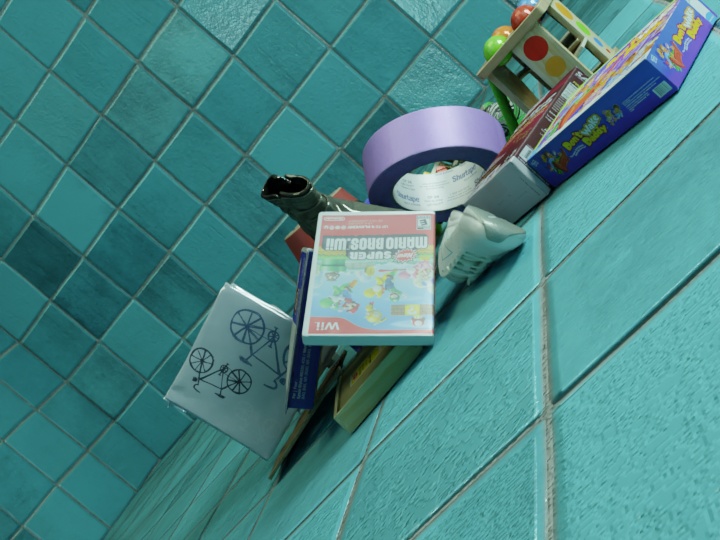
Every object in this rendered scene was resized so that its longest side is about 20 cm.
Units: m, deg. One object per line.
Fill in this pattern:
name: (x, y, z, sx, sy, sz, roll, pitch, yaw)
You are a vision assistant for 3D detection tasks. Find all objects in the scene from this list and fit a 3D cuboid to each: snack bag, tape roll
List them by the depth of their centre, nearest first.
tape roll: (0.104, -0.140, 1.308, 0.200, 0.199, 0.066, -44, 48, 50)
snack bag: (-0.157, 0.147, 1.367, 0.201, 0.188, 0.021, -61, -6, 1)

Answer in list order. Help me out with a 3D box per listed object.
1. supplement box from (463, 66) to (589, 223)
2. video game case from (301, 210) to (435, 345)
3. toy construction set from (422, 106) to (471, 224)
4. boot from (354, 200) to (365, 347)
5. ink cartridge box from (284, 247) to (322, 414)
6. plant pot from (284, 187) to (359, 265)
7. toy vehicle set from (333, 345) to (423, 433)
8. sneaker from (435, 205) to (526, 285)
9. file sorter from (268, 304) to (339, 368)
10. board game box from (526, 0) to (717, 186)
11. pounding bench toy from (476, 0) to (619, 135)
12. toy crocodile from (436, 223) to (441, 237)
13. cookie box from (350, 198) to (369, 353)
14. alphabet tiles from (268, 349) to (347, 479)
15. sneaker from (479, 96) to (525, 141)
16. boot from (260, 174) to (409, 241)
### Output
supplement box: (0.212, -0.145, 1.148, 0.200, 0.061, 0.109, -52, 5, -36)
video game case: (0.014, 0.004, 1.087, 0.018, 0.142, 0.201, 85, -173, -45)
toy construction set: (0.120, -0.152, 1.491, 0.200, 0.092, 0.131, -52, -18, -29)
boot: (-0.001, 0.000, 1.287, 0.154, 0.073, 0.204, -53, 33, 5)
ink cartridge box: (-0.066, 0.072, 1.223, 0.200, 0.047, 0.199, -157, 75, -83)
plant pot: (-0.029, -0.039, 1.736, 0.200, 0.177, 0.200, -43, 6, 6)
toy vehicle set: (0.020, 0.111, 1.135, 0.124, 0.026, 0.200, -50, 4, 6)
sneaker: (0.125, -0.022, 1.036, 0.200, 0.070, 0.081, 160, 135, -86)
file sorter: (-0.125, 0.142, 1.474, 0.125, 0.138, 0.200, -53, -2, -2)
board game box: (0.272, -0.188, 1.012, 0.135, 0.045, 0.200, -53, 6, -35)
pounding bench toy: (0.230, -0.263, 1.319, 0.200, 0.156, 0.124, -47, 5, 32)
toy crocodile: (0.077, -0.025, 1.530, 0.068, 0.062, 0.200, -45, 11, 39)
cookie box: (0.007, 0.005, 1.422, 0.171, 0.075, 0.200, -48, 26, 6)
alphabet tiles: (-0.068, 0.189, 1.310, 0.168, 0.008, 0.200, -58, 0, 4)
sneaker: (0.200, -0.204, 1.454, 0.078, 0.085, 0.200, -50, -4, 37)
boot: (-0.033, -0.072, 1.207, 0.199, 0.130, 0.068, 5, 67, 45)
